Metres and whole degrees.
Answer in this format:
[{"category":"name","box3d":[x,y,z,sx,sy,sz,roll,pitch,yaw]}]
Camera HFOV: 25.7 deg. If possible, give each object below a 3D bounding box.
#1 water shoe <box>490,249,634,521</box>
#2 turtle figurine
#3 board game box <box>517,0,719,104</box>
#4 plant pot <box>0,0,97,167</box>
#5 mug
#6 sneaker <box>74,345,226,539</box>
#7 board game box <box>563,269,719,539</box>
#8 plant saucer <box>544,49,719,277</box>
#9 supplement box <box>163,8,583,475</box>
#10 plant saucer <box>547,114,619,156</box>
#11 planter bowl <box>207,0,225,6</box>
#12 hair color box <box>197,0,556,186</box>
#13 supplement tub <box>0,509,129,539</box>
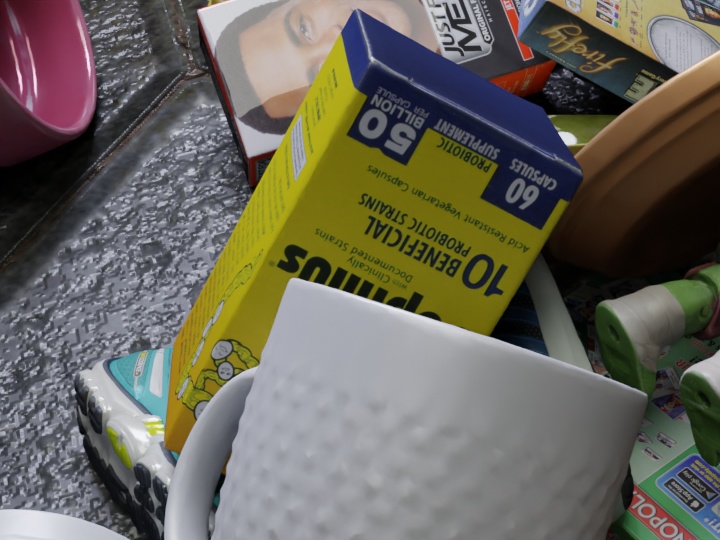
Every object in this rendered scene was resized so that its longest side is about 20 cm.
[{"category":"water shoe","box3d":[0.065,0.042,0.760,0.078,0.072,0.201,-18,42,-1]},{"category":"turtle figurine","box3d":[0.217,0.029,0.736,0.193,0.200,0.144,-27,69,-17]},{"category":"board game box","box3d":[0.167,-0.180,0.976,0.135,0.035,0.201,26,42,-13]},{"category":"plant pot","box3d":[-0.291,-0.145,0.992,0.178,0.200,0.201,-19,42,14]},{"category":"mug","box3d":[-0.004,0.104,0.623,0.199,0.147,0.177,16,87,42]},{"category":"sneaker","box3d":[-0.074,0.099,0.772,0.079,0.078,0.200,-20,44,-22]},{"category":"board game box","box3d":[0.157,0.079,0.774,0.134,0.029,0.200,-31,47,-19]},{"category":"plant saucer","box3d":[0.178,-0.054,0.753,0.199,0.200,0.038,-24,71,-13]},{"category":"supplement box","box3d":[0.000,0.000,0.733,0.108,0.201,0.110,25,17,-13]},{"category":"plant saucer","box3d":[0.086,-0.064,0.874,0.198,0.031,0.200,-2,10,0]},{"category":"planter bowl","box3d":[-0.024,-0.226,1.065,0.199,0.084,0.201,-12,43,11]},{"category":"hair color box","box3d":[0.009,-0.134,0.968,0.199,0.061,0.102,-19,79,-7]},{"category":"supplement tub","box3d":[-0.144,0.211,0.617,0.144,0.146,0.201,-3,44,9]}]
